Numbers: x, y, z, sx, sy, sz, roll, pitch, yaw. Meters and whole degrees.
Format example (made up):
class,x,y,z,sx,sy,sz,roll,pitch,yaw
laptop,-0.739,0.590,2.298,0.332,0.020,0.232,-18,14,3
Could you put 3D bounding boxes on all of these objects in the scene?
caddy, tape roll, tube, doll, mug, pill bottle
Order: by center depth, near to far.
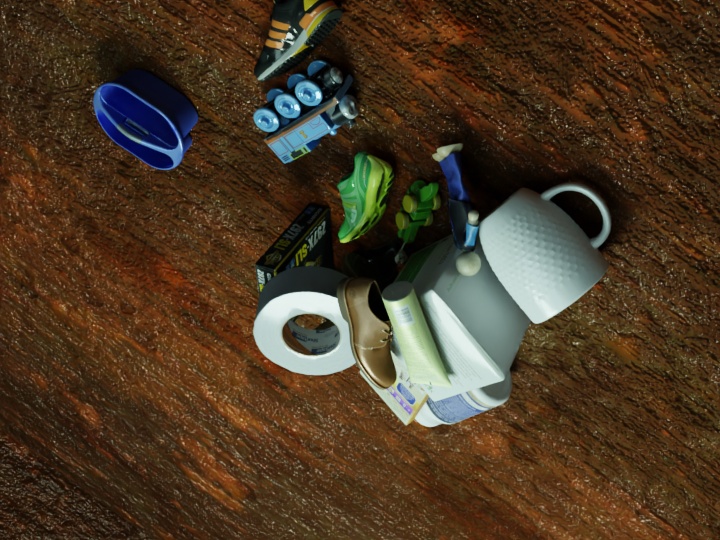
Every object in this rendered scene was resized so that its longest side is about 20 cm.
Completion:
class,x,y,z,sx,sy,sz,roll,pitch,yaw
mug,0.288,-0.048,1.206,0.200,0.148,0.176,-40,89,24
doll,0.157,-0.092,1.234,0.048,0.136,0.202,-11,88,-5
tube,0.086,0.109,1.245,0.058,0.052,0.201,51,166,58
tape roll,-0.082,0.089,1.353,0.198,0.066,0.202,2,130,2
caddy,-0.400,-0.276,1.460,0.199,0.105,0.142,33,139,3
pill bottle,0.188,0.231,1.525,0.116,0.116,0.200,44,136,-10

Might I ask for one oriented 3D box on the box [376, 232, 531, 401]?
class,x,y,z,sx,sy,sz,roll,pitch,yaw
box,0.160,0.072,1.338,0.171,0.199,0.200,-27,109,44

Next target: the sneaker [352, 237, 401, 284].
class,x,y,z,sx,sy,sz,roll,pitch,yaw
sneaker,-0.001,0.002,1.489,0.198,0.060,0.105,-8,125,30

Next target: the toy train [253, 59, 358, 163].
class,x,y,z,sx,sy,sz,roll,pitch,yaw
toy train,-0.087,-0.261,1.294,0.199,0.087,0.114,-21,123,40

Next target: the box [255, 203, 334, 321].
class,x,y,z,sx,sy,sz,roll,pitch,yaw
box,-0.117,-0.004,1.451,0.049,0.200,0.161,16,134,22

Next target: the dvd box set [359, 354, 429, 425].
class,x,y,z,sx,sy,sz,roll,pitch,yaw
dvd box set,0.080,0.187,1.502,0.146,0.029,0.201,46,140,20

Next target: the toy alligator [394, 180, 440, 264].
class,x,y,z,sx,sy,sz,roll,pitch,yaw
toy alligator,0.086,-0.093,1.354,0.055,0.059,0.201,65,150,31

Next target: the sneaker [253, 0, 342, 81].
class,x,y,z,sx,sy,sz,roll,pitch,yaw
sneaker,-0.113,-0.377,1.225,0.200,0.070,0.090,-30,93,45

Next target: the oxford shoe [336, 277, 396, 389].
class,x,y,z,sx,sy,sz,roll,pitch,yaw
oxford shoe,0.025,0.104,1.263,0.071,0.071,0.201,-6,114,35

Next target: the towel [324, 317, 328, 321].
class,x,y,z,sx,sy,sz,roll,pitch,yaw
towel,-0.012,0.112,1.543,0.110,0.049,0.201,4,149,10

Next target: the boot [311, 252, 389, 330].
class,x,y,z,sx,sy,sz,roll,pitch,yaw
boot,-0.031,0.081,1.423,0.199,0.066,0.175,-35,109,29

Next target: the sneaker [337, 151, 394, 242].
class,x,y,z,sx,sy,sz,roll,pitch,yaw
sneaker,0.000,-0.128,1.372,0.084,0.074,0.201,46,140,19
